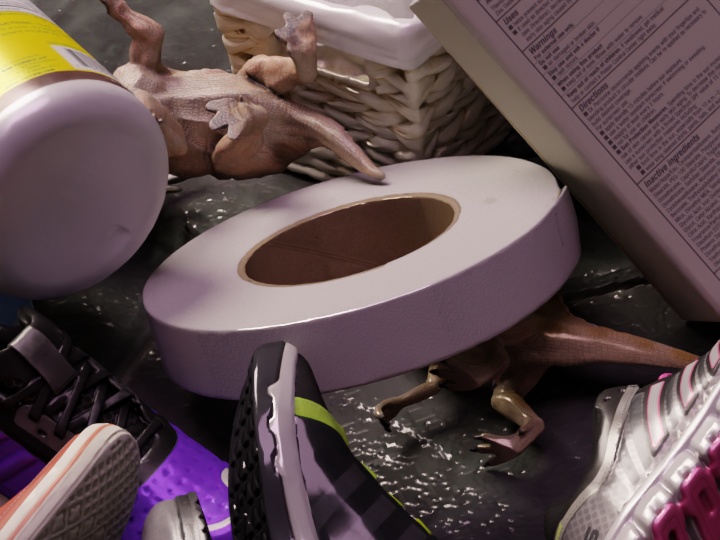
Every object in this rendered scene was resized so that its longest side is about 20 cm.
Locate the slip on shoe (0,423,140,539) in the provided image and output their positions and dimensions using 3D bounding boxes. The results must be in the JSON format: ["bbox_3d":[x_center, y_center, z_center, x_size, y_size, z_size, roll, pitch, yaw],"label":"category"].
[{"bbox_3d":[-0.165,0.134,0.938,0.061,0.074,0.200,35,74,27],"label":"slip on shoe"}]

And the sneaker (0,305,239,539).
[{"bbox_3d":[-0.128,0.070,1.016,0.200,0.100,0.070,20,46,28],"label":"sneaker"}]

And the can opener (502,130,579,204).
[{"bbox_3d":[0.171,-0.071,1.183,0.199,0.079,0.064,-19,77,-8],"label":"can opener"}]

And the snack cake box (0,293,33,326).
[{"bbox_3d":[-0.271,0.023,1.136,0.199,0.067,0.115,-26,43,-20],"label":"snack cake box"}]

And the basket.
[{"bbox_3d":[0.034,-0.140,1.235,0.135,0.124,0.200,19,47,31],"label":"basket"}]

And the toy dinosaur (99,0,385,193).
[{"bbox_3d":[-0.079,-0.071,1.180,0.199,0.136,0.086,9,62,6],"label":"toy dinosaur"}]

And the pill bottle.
[{"bbox_3d":[-0.182,-0.077,1.105,0.109,0.110,0.200,-27,42,-22],"label":"pill bottle"}]

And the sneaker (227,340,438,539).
[{"bbox_3d":[0.000,0.121,0.942,0.082,0.072,0.201,-4,60,-18],"label":"sneaker"}]

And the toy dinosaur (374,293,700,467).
[{"bbox_3d":[0.068,0.034,1.059,0.199,0.058,0.101,9,40,22],"label":"toy dinosaur"}]

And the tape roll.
[{"bbox_3d":[0.000,0.000,1.073,0.202,0.037,0.203,-14,18,5],"label":"tape roll"}]

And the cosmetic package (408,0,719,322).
[{"bbox_3d":[0.128,-0.083,1.065,0.103,0.200,0.073,-41,5,-7],"label":"cosmetic package"}]

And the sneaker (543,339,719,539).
[{"bbox_3d":[0.145,0.061,0.975,0.200,0.074,0.087,-51,32,-18],"label":"sneaker"}]

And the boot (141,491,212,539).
[{"bbox_3d":[-0.115,0.173,0.899,0.131,0.070,0.200,-8,44,3],"label":"boot"}]
